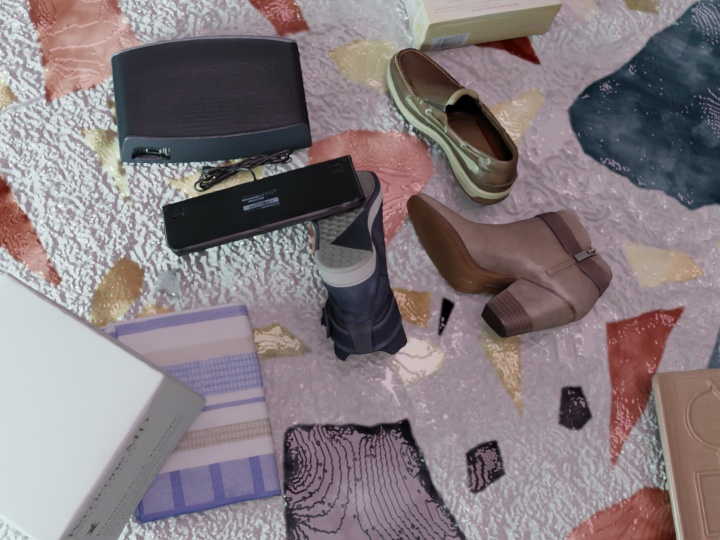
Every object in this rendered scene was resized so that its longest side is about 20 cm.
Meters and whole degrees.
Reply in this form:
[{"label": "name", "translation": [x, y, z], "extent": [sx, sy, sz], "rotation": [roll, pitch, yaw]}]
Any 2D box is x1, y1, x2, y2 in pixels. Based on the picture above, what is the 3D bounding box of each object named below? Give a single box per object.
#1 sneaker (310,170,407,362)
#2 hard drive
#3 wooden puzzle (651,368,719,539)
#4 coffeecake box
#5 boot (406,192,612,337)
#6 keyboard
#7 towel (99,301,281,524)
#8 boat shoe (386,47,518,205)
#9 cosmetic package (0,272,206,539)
[{"label": "sneaker", "translation": [-0.002, 0.001, 1.187], "extent": [0.077, 0.146, 0.202], "rotation": [-10, 34, 10]}, {"label": "hard drive", "translation": [-0.154, -0.182, 1.227], "extent": [0.200, 0.042, 0.135], "rotation": [-6, 73, -10]}, {"label": "wooden puzzle", "translation": [0.393, 0.192, 1.206], "extent": [0.200, 0.046, 0.186], "rotation": [-2, 75, -14]}, {"label": "coffeecake box", "translation": [0.117, -0.354, 1.300], "extent": [0.153, 0.073, 0.200], "rotation": [-11, 76, -11]}, {"label": "boot", "translation": [0.160, -0.025, 1.225], "extent": [0.146, 0.070, 0.200], "rotation": [-30, 78, -23]}, {"label": "keyboard", "translation": [-0.101, -0.076, 1.185], "extent": [0.200, 0.021, 0.127], "rotation": [-15, 44, -2]}, {"label": "towel", "translation": [-0.164, 0.134, 1.149], "extent": [0.147, 0.024, 0.200], "rotation": [-10, 77, -11]}, {"label": "boat shoe", "translation": [0.101, -0.166, 1.228], "extent": [0.075, 0.075, 0.202], "rotation": [-27, 67, -25]}, {"label": "cosmetic package", "translation": [-0.260, 0.129, 1.027], "extent": [0.166, 0.200, 0.168], "rotation": [31, 81, 8]}]
